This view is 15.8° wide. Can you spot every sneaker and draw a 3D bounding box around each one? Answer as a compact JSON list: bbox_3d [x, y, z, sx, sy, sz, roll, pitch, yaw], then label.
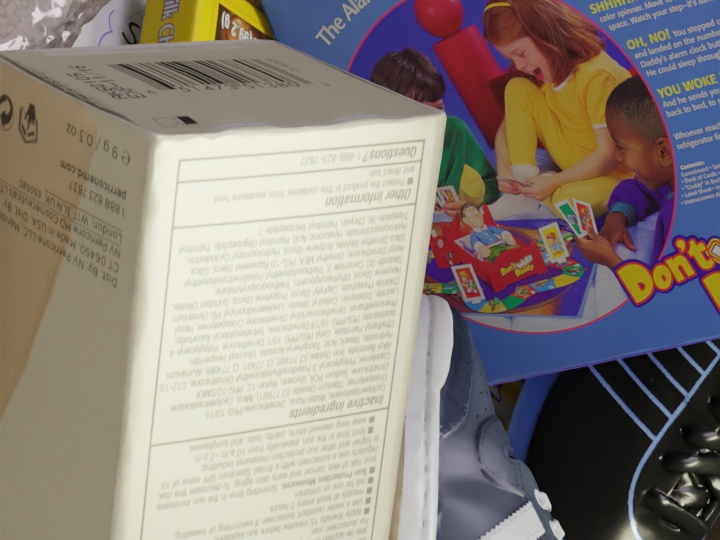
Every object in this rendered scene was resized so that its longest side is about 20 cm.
[{"bbox_3d":[0.054,0.103,0.707,0.108,0.070,0.201,2,66,-9],"label":"sneaker"},{"bbox_3d":[0.103,0.032,0.787,0.070,0.078,0.201,27,78,-44],"label":"sneaker"}]

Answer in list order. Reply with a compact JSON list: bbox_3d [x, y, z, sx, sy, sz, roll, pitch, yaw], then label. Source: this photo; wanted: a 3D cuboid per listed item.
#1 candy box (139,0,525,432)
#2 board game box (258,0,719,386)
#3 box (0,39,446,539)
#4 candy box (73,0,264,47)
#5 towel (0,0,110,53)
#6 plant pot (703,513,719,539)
[{"bbox_3d":[0.000,0.000,0.783,0.200,0.026,0.103,33,58,-45],"label":"candy box"},{"bbox_3d":[0.082,-0.049,0.715,0.045,0.199,0.135,-39,111,-52],"label":"board game box"},{"bbox_3d":[-0.047,0.048,0.660,0.095,0.078,0.201,-5,111,-39],"label":"box"},{"bbox_3d":[-0.076,-0.050,0.778,0.168,0.071,0.201,46,47,-34],"label":"candy box"},{"bbox_3d":[-0.130,-0.091,0.676,0.132,0.035,0.200,29,57,9],"label":"towel"},{"bbox_3d":[0.165,0.061,0.905,0.177,0.200,0.200,26,100,-35],"label":"plant pot"}]
